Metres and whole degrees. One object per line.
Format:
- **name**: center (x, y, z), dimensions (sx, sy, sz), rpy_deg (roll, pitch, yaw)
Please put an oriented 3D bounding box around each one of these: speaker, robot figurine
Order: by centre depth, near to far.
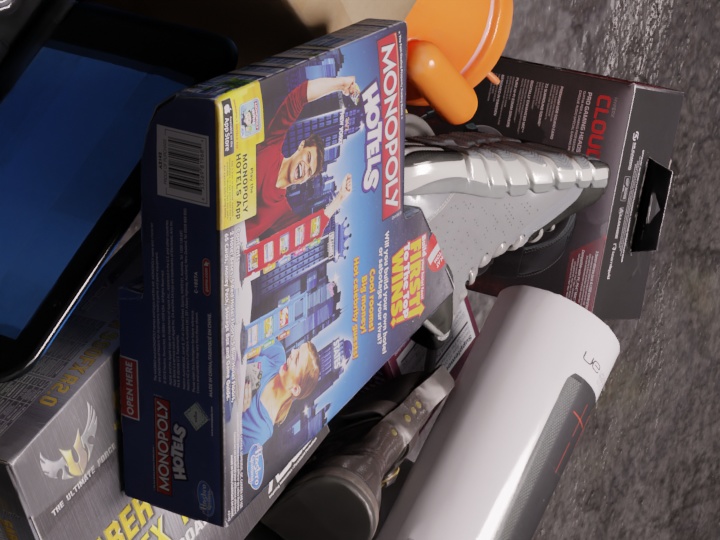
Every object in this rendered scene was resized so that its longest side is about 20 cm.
- **speaker**: center (0.073, 0.109, 1.259), dimensions (0.201, 0.081, 0.081), rpy_deg (-62, 144, -23)
- **robot figurine**: center (0.013, -0.158, 1.288), dimensions (0.199, 0.143, 0.117), rpy_deg (12, 96, -53)

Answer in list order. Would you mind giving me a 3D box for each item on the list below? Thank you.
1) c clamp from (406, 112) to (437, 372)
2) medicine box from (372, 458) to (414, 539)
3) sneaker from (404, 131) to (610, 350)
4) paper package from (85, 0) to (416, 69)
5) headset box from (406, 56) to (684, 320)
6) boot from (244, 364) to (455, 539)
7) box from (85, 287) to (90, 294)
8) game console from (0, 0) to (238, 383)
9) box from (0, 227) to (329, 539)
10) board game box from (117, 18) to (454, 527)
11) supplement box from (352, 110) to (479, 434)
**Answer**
- **c clamp**: center (0.000, 0.000, 1.231), dimensions (0.199, 0.027, 0.172), rpy_deg (-10, 111, -53)
- **medicine box**: center (-0.007, 0.227, 1.352), dimensions (0.183, 0.103, 0.200), rpy_deg (-59, -179, -22)
- **sneaker**: center (0.058, -0.015, 1.243), dimensions (0.199, 0.075, 0.116), rpy_deg (-2, 105, -45)
- **paper package**: center (-0.081, -0.194, 1.087), dimensions (0.104, 0.190, 0.200), rpy_deg (-58, 143, -17)
- **headset box**: center (0.107, -0.057, 1.408), dimensions (0.077, 0.199, 0.150), rpy_deg (0, 103, -56)
- **boot**: center (-0.040, 0.135, 1.230), dimensions (0.069, 0.199, 0.174), rpy_deg (56, 21, -8)
- **box**: center (-0.180, 0.074, 1.106), dimensions (0.200, 0.124, 0.149), rpy_deg (31, 76, -57)
- **game console**: center (-0.185, -0.074, 0.992), dimensions (0.171, 0.118, 0.201), rpy_deg (42, 63, -22)
- **box**: center (-0.101, 0.079, 1.067), dimensions (0.200, 0.048, 0.159), rpy_deg (-49, 139, -38)
- **board game box**: center (-0.029, -0.013, 1.043), dimensions (0.200, 0.061, 0.201), rpy_deg (-29, 126, -52)
- **supplement box**: center (-0.012, -0.007, 1.332), dimensions (0.086, 0.110, 0.201), rpy_deg (-51, 140, -30)
